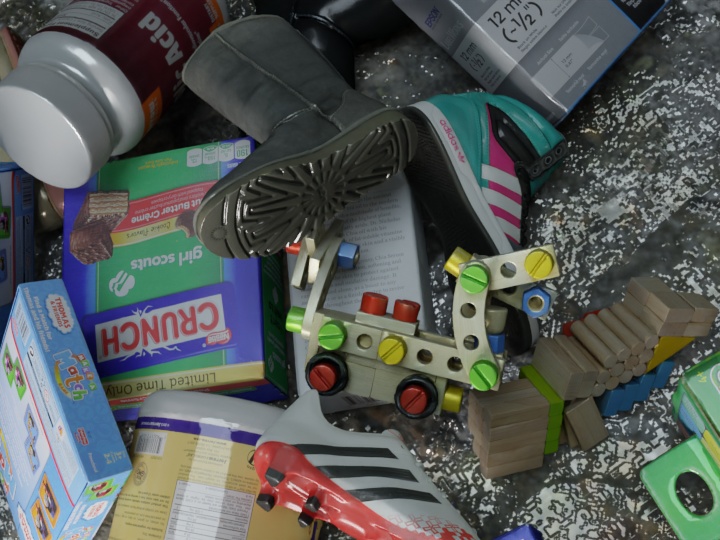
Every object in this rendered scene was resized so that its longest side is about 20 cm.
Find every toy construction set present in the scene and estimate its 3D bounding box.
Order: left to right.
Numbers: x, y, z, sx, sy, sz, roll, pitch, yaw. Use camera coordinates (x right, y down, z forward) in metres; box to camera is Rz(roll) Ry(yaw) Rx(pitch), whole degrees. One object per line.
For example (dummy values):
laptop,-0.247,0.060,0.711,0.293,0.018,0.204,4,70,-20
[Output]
toy construction set,0.027,0.024,0.699,0.199,0.092,0.132,16,101,24

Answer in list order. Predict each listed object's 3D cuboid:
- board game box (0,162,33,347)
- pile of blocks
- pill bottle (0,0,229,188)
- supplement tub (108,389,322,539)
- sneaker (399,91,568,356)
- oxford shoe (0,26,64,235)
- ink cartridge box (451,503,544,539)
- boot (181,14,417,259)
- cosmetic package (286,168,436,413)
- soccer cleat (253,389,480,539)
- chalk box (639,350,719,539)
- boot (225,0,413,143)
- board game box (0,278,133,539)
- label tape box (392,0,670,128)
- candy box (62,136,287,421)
board game box,-0.301,0.001,0.778,0.036,0.200,0.152,4,100,6
pile of blocks,0.158,0.072,0.750,0.199,0.082,0.062,-30,37,-4
pill bottle,-0.200,-0.165,0.843,0.114,0.114,0.200,17,51,18
supplement tub,-0.102,0.195,0.723,0.145,0.145,0.201,6,75,16
sneaker,0.112,-0.048,0.787,0.120,0.084,0.201,-28,99,-30
oxford shoe,-0.301,-0.124,0.917,0.074,0.071,0.201,-24,68,8
ink cartridge box,0.087,0.260,0.694,0.136,0.076,0.201,-28,67,4
boot,-0.078,-0.107,0.744,0.181,0.073,0.200,-27,51,-24
cosmetic package,0.000,0.000,0.800,0.101,0.071,0.201,-9,71,10
soccer cleat,0.027,0.149,0.661,0.199,0.069,0.085,29,50,3
chalk box,0.280,0.103,0.669,0.200,0.124,0.125,-31,68,2
boot,-0.015,-0.175,0.861,0.197,0.073,0.163,-4,69,20
board game box,-0.229,0.123,0.764,0.036,0.200,0.152,-11,63,-35
label tape box,0.119,-0.224,0.800,0.200,0.066,0.143,44,75,-1
candy box,-0.148,0.009,0.832,0.168,0.077,0.201,-9,71,11
